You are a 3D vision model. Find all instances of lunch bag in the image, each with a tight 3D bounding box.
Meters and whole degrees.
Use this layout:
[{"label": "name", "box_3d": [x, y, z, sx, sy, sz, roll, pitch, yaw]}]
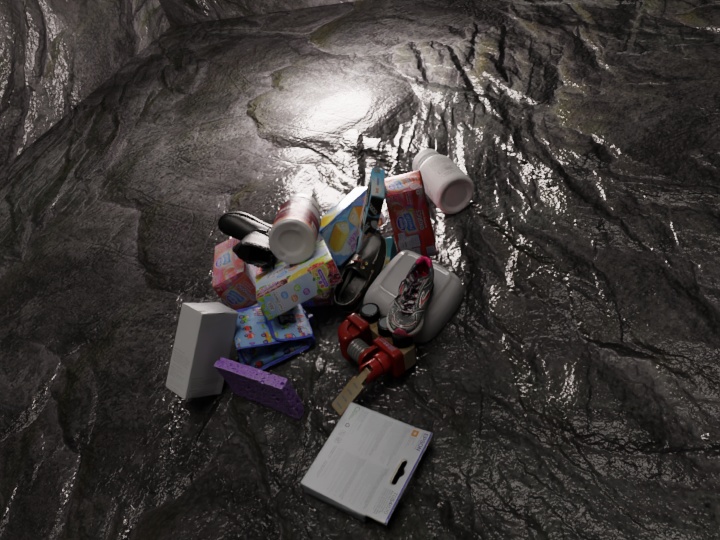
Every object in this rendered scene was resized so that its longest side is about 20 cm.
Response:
[{"label": "lunch bag", "box_3d": [-0.205, 0.149, 1.507, 0.197, 0.095, 0.151, -16, 36, -13]}]

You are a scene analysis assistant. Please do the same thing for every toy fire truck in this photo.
[{"label": "toy fire truck", "box_3d": [0.002, 0.194, 1.348, 0.198, 0.130, 0.175, -29, 40, -26]}]

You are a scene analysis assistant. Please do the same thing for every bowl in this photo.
[{"label": "bowl", "box_3d": [0.125, 0.045, 1.439, 0.198, 0.075, 0.200, 30, 58, 21]}]

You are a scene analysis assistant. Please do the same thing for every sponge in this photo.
[{"label": "sponge", "box_3d": [-0.220, 0.254, 1.362, 0.197, 0.113, 0.030, 11, 50, 32]}]

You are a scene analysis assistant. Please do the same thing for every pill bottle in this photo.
[{"label": "pill bottle", "box_3d": [-0.156, -0.110, 1.538, 0.112, 0.116, 0.201, -13, 26, 8]}, {"label": "pill bottle", "box_3d": [0.222, -0.254, 1.734, 0.113, 0.115, 0.201, -24, 41, -5]}]

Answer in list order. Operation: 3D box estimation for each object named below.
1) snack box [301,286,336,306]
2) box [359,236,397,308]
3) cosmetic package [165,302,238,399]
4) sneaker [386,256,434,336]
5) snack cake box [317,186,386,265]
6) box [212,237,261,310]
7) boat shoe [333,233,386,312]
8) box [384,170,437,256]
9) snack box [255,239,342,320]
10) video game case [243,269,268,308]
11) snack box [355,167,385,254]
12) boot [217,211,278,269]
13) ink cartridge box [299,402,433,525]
[{"label": "snack box", "box_3d": [-0.156, 0.062, 1.613, 0.196, 0.025, 0.073, -5, 40, 19]}, {"label": "box", "box_3d": [0.039, 0.003, 1.578, 0.081, 0.050, 0.202, -6, 42, 16]}, {"label": "cosmetic package", "box_3d": [-0.358, 0.178, 1.421, 0.080, 0.112, 0.204, 18, 97, 35]}, {"label": "sneaker", "box_3d": [0.106, 0.055, 1.328, 0.079, 0.075, 0.202, 13, 48, 11]}, {"label": "snack cake box", "box_3d": [-0.033, -0.120, 1.684, 0.200, 0.116, 0.067, -44, 28, -25]}, {"label": "box", "box_3d": [-0.321, 0.004, 1.638, 0.093, 0.103, 0.201, -24, 34, 5]}, {"label": "boat shoe", "box_3d": [0.002, 0.001, 1.480, 0.073, 0.063, 0.204, 25, 83, 23]}, {"label": "box", "box_3d": [0.125, -0.134, 1.573, 0.098, 0.202, 0.096, -12, 34, 8]}, {"label": "snack box", "box_3d": [-0.152, 0.019, 1.502, 0.197, 0.068, 0.169, -27, 21, -1]}, {"label": "video game case", "box_3d": [-0.244, 0.044, 1.636, 0.197, 0.018, 0.144, -24, 34, 8]}, {"label": "snack box", "box_3d": [0.024, -0.137, 1.551, 0.036, 0.202, 0.117, 9, 41, -6]}, {"label": "boot", "box_3d": [-0.282, -0.075, 1.572, 0.195, 0.074, 0.163, 18, 24, -1]}, {"label": "ink cartridge box", "box_3d": [0.016, 0.367, 1.194, 0.197, 0.041, 0.200, 13, 51, 33]}]
